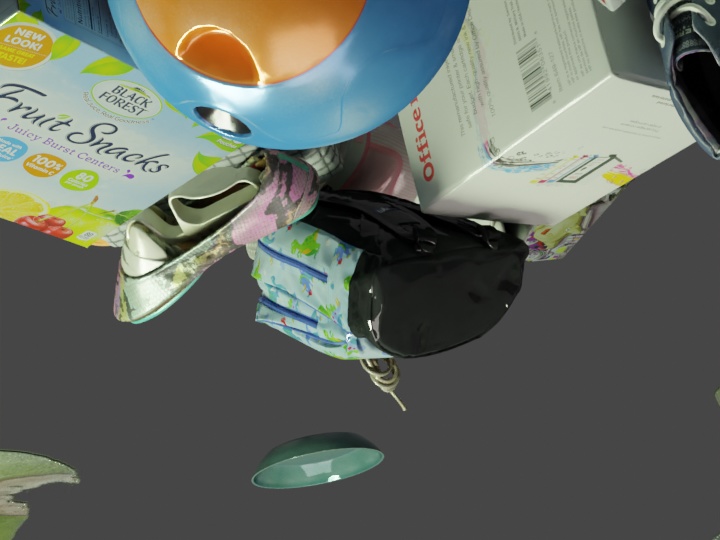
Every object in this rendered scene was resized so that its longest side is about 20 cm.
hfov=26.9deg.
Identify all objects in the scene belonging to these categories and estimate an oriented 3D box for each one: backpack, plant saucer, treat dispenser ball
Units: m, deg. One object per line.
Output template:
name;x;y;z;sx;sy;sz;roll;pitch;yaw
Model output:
backpack;0.000;0.000;1.136;0.162;0.199;0.156;-10;123;-41
plant saucer;-0.065;0.274;2.206;0.197;0.036;0.200;-10;159;-4
treat dispenser ball;-0.038;-0.167;0.804;0.198;0.203;0.201;-10;160;-4

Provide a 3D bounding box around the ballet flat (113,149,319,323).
ballet flat;-0.120;-0.032;1.074;0.199;0.070;0.071;-30;134;26

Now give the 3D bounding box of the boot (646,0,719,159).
boot;0.204;-0.170;0.915;0.072;0.202;0.090;-23;-172;35

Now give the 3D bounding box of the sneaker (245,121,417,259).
sneaker;-0.017;-0.061;1.278;0.104;0.076;0.200;8;148;-32

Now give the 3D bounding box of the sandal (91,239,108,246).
sandal;-0.167;-0.049;1.251;0.078;0.060;0.206;5;153;-36

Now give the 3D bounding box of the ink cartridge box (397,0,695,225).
ink cartridge box;0.137;-0.140;1.050;0.143;0.149;0.199;5;155;-38

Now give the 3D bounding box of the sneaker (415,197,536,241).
sneaker;0.106;-0.055;1.328;0.077;0.101;0.200;1;156;-31

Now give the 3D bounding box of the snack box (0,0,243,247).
snack box;-0.183;-0.100;0.893;0.168;0.068;0.199;-29;151;28

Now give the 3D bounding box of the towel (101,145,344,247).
towel;-0.128;-0.103;1.087;0.198;0.087;0.166;-17;156;10

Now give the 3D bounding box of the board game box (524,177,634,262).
board game box;0.177;-0.056;1.476;0.118;0.033;0.200;-2;158;-14

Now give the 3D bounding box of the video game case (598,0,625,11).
video game case;0.077;-0.229;0.804;0.017;0.143;0.200;-42;155;3

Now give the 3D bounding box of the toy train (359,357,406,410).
toy train;0.027;0.023;1.390;0.115;0.201;0.085;-32;-168;25
